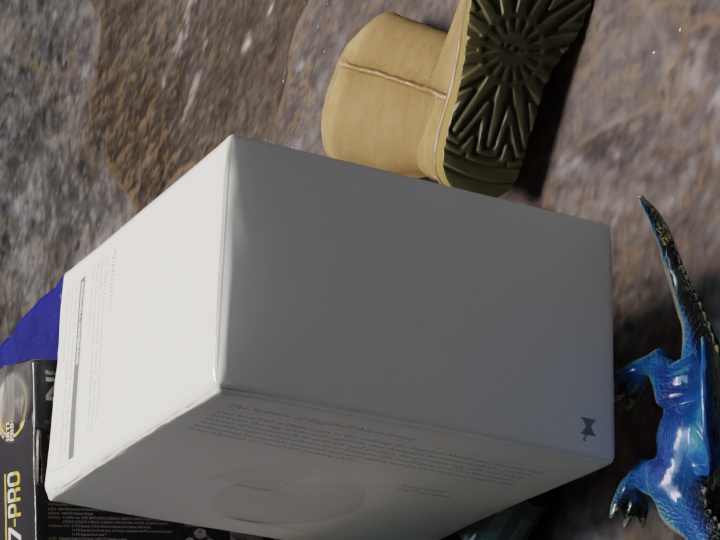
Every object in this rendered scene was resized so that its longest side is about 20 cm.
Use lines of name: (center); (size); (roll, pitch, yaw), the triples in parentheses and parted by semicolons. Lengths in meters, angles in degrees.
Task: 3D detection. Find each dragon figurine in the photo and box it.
dragon figurine: (0.157, 0.064, 1.049); (0.099, 0.059, 0.201); (-16, 65, 61)

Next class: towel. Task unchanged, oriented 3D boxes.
towel: (-0.245, 0.106, 1.877); (0.200, 0.049, 0.148); (-43, 49, 49)

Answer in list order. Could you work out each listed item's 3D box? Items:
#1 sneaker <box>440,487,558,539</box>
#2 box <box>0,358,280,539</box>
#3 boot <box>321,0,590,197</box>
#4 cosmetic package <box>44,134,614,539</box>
sneaker: (0.048, 0.078, 1.274); (0.088, 0.074, 0.200); (-54, 44, 21)
box: (-0.090, 0.131, 1.216); (0.049, 0.199, 0.162); (-13, 76, 51)
boot: (0.046, -0.130, 1.355); (0.176, 0.066, 0.200); (-67, 21, 2)
cosmetic package: (-0.017, 0.043, 1.117); (0.200, 0.198, 0.124); (-31, 52, 56)
